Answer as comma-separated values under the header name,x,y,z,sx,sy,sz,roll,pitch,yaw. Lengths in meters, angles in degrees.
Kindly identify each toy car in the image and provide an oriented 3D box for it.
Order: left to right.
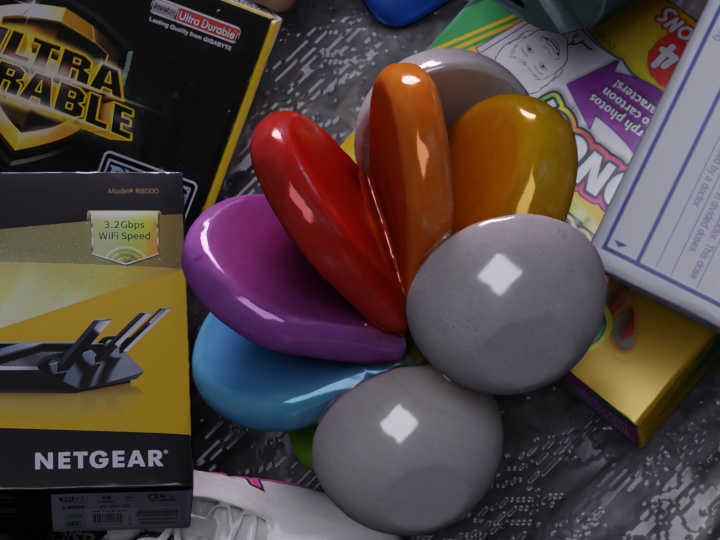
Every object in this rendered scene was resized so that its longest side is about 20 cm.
name,x,y,z,sx,sy,sz,roll,pitch,yaw
toy car,0.000,0.000,0.907,0.149,0.200,0.175,16,33,-27

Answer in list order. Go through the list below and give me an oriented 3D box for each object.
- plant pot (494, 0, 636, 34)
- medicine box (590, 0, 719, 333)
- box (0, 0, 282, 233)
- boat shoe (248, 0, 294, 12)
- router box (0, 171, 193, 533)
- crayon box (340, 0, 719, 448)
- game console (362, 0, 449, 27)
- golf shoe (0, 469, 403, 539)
name,x,y,z,sx,sy,sz,roll,pitch,yaw
plant pot,0.128,-0.224,0.980,0.196,0.200,0.200,-38,71,-18
medicine box,0.226,-0.040,0.913,0.199,0.103,0.183,27,92,13
box,-0.159,-0.083,1.021,0.199,0.049,0.161,20,100,-13
boat shoe,-0.104,-0.194,1.102,0.200,0.071,0.065,34,123,36
router box,-0.175,0.035,0.946,0.199,0.052,0.158,-1,61,-8
crayon box,0.112,-0.045,1.032,0.200,0.058,0.173,39,81,18
game console,0.044,-0.254,1.132,0.199,0.119,0.171,-31,40,-3
golf shoe,-0.079,0.129,0.986,0.199,0.092,0.073,2,72,7
